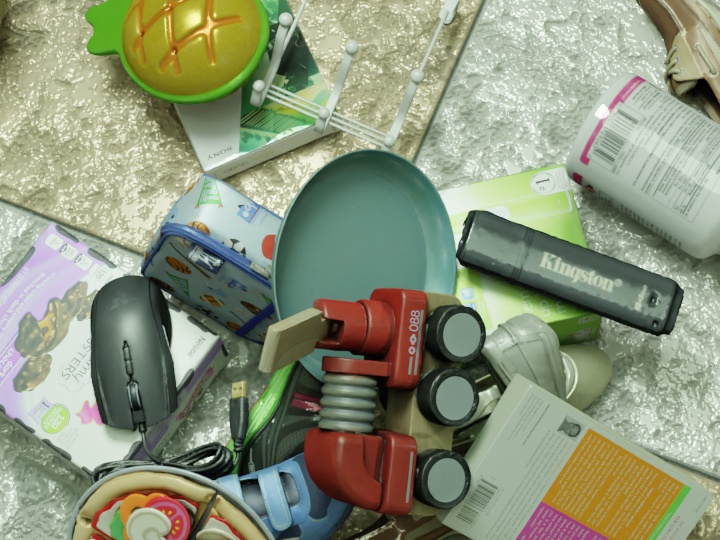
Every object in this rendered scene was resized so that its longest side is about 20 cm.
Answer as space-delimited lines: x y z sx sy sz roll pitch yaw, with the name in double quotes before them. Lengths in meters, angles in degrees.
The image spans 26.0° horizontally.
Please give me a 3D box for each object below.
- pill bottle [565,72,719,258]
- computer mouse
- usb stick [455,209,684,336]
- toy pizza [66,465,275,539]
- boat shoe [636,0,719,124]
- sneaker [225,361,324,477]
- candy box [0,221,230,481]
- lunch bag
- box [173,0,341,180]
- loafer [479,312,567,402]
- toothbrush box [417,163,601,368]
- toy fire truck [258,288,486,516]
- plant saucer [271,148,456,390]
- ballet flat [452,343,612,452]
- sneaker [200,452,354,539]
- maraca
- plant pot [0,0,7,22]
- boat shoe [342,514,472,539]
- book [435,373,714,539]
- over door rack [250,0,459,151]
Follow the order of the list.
"pill bottle" 0.296 -0.083 1.415 0.199 0.114 0.114 34 75 15
"computer mouse" -0.167 0.089 1.341 0.139 0.046 0.202 -5 69 3
"usb stick" 0.178 0.002 1.342 0.198 0.033 0.056 20 68 4
"toy pizza" -0.156 0.253 1.295 0.198 0.202 0.032 16 28 10
"boat shoe" 0.321 -0.196 1.471 0.072 0.076 0.200 -36 69 -5
"sneaker" -0.041 0.114 1.375 0.083 0.077 0.201 35 103 2
"candy box" -0.246 0.082 1.412 0.199 0.072 0.168 32 74 14
"lunch bag" -0.103 -0.001 1.358 0.160 0.200 0.076 33 72 -9
"box" -0.121 -0.199 1.529 0.143 0.036 0.201 -23 71 -5
"loafer" 0.146 0.133 1.322 0.069 0.070 0.202 -23 110 -14
"toothbrush box" 0.105 0.004 1.411 0.198 0.086 0.147 -12 70 1
"toy fire truck" -0.007 0.098 1.219 0.198 0.128 0.178 8 87 -25
"plant saucer" 0.000 0.000 1.298 0.027 0.200 0.201 6 63 50
"ballet flat" 0.133 0.112 1.378 0.199 0.070 0.070 -24 69 -5
"sneaker" -0.088 0.205 1.316 0.199 0.082 0.074 -31 58 19
"maraca" -0.174 -0.228 1.472 0.199 0.107 0.138 26 75 27
"plant pot" -0.428 -0.267 1.524 0.198 0.135 0.202 -1 68 4
"boat shoe" 0.053 0.213 1.340 0.198 0.076 0.072 -15 80 -12
"book" 0.175 0.190 1.286 0.199 0.048 0.134 31 95 -22
"over door rack" -0.002 -0.218 1.487 0.147 0.067 0.201 23 63 1
